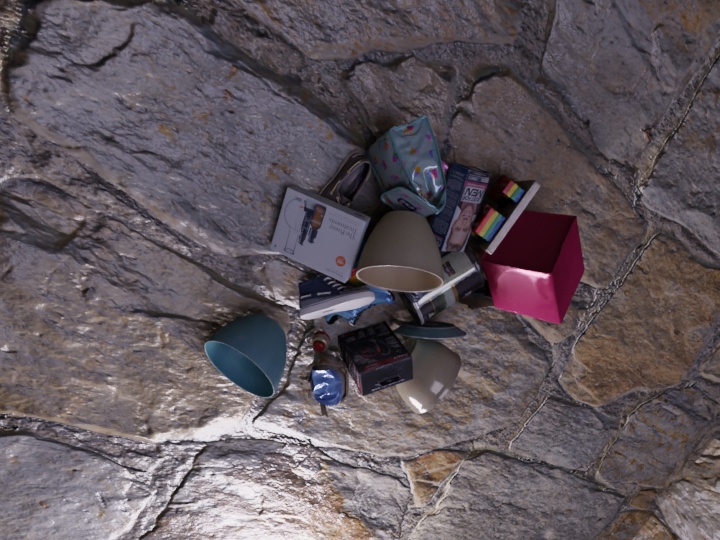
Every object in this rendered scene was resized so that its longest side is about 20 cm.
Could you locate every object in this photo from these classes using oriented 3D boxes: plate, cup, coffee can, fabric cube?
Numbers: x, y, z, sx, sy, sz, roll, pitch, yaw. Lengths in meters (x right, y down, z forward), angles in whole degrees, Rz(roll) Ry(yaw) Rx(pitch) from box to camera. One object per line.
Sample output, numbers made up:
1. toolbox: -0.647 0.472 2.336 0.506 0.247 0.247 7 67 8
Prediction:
1. plate: 0.186 0.155 1.549 0.196 0.199 0.026 -1 93 -23
2. cup: 0.094 -0.048 1.300 0.197 0.199 0.147 17 71 -29
3. coffee can: 0.202 0.028 1.511 0.197 0.147 0.148 -31 124 -5
4. fabric cube: 0.455 -0.017 1.520 0.202 0.193 0.201 -55 138 -26

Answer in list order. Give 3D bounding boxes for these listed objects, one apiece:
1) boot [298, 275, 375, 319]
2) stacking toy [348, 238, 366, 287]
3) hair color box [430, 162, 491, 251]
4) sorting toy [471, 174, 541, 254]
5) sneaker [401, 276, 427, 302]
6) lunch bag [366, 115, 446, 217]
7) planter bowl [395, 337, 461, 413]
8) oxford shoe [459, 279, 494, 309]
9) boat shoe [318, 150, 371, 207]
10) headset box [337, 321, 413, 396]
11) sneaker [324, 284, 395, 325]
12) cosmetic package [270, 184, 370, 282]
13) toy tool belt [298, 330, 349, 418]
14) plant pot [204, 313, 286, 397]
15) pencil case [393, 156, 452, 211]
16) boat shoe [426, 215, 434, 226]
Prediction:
1. boot: -0.063 0.050 1.393 0.196 0.092 0.073 -14 160 16
2. stacking toy: 0.000 0.000 1.448 0.109 0.117 0.200 -35 138 4
3. hair color box: 0.236 -0.150 1.403 0.099 0.060 0.204 -1 116 -45
4. sorting toy: 0.346 -0.153 1.467 0.069 0.199 0.202 34 98 -3
5. sneaker: 0.106 -0.016 1.439 0.087 0.201 0.075 -31 160 -18
6. lunch bag: 0.110 -0.212 1.290 0.120 0.170 0.204 -23 94 -18
7. planter bowl: 0.163 0.271 1.606 0.134 0.200 0.201 40 97 -10
8. oxford shoe: 0.345 0.074 1.655 0.197 0.074 0.085 15 133 -32
9. boat shoe: -0.042 -0.180 1.348 0.071 0.060 0.202 28 101 -32
10. headset box: 0.040 0.231 1.510 0.145 0.200 0.077 -15 120 -16
11. sneaker: -0.004 0.092 1.439 0.196 0.092 0.078 -12 160 23
12. cosmetic package: -0.093 -0.084 1.315 0.196 0.052 0.154 23 111 10
13. toy tool belt: -0.096 0.273 1.498 0.122 0.124 0.204 -2 123 16
14. plant pot: -0.253 0.184 1.383 0.136 0.197 0.202 -56 131 -33
15. pencil case: 0.153 -0.183 1.422 0.202 0.086 0.082 -56 154 11
16. boat shoe: 0.180 -0.105 1.476 0.075 0.074 0.202 29 102 -32
